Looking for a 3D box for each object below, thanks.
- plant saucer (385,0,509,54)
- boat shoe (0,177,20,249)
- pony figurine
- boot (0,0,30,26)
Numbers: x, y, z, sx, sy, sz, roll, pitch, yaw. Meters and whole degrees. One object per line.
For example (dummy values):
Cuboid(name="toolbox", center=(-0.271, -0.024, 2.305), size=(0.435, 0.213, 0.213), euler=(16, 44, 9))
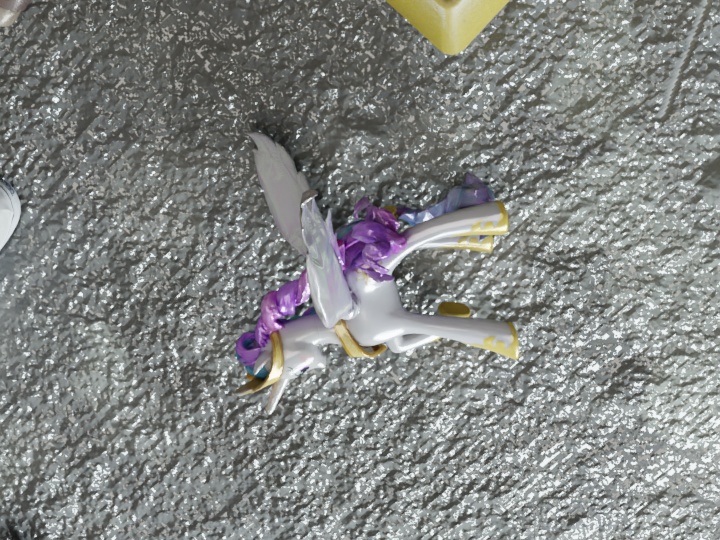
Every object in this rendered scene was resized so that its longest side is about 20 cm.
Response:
Cuboid(name="plant saucer", center=(0.054, -0.266, 0.979), size=(0.200, 0.048, 0.200), euler=(40, 109, -12))
Cuboid(name="boat shoe", center=(-0.314, 0.019, 1.106), size=(0.074, 0.065, 0.200), euler=(26, 111, -7))
Cuboid(name="pony figurine", center=(0.000, 0.000, 1.047), size=(0.200, 0.167, 0.193), euler=(-12, 119, -8))
Cuboid(name="boot", center=(-0.217, -0.228, 1.008), size=(0.200, 0.070, 0.146), euler=(23, 118, -4))
